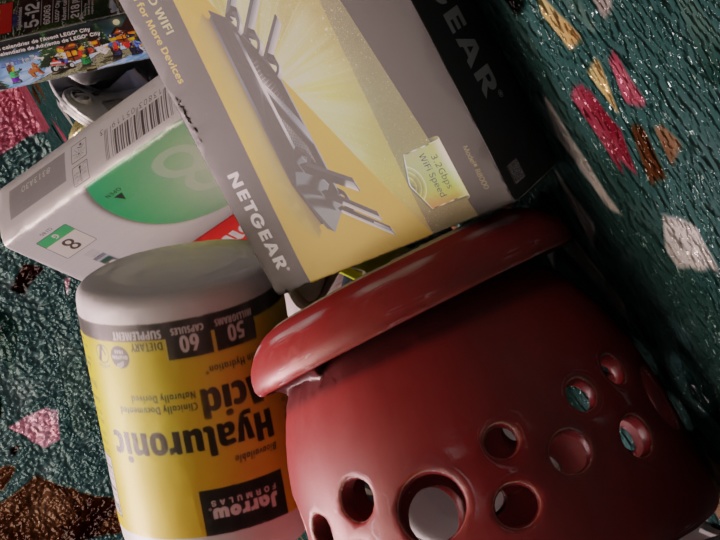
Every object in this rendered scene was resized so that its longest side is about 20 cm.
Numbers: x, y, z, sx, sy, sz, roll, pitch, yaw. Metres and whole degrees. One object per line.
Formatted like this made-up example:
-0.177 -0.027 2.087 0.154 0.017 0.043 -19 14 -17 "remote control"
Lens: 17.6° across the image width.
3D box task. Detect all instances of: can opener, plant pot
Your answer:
-0.108 -0.126 1.421 0.053 0.200 0.067 43 125 21 "can opener"
0.051 0.081 1.160 0.183 0.200 0.200 62 169 2 "plant pot"

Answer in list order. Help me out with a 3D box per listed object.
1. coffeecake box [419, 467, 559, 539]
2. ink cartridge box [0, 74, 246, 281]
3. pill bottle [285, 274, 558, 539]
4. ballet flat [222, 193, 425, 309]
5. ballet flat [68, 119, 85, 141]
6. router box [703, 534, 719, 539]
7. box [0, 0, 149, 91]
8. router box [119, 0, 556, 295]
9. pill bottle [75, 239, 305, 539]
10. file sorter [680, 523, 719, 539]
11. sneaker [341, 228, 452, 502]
0.070 0.230 1.458 0.154 0.199 0.073 61 169 -2 "coffeecake box"
-0.090 -0.034 1.393 0.200 0.161 0.050 28 -139 -41 "ink cartridge box"
0.029 0.067 1.436 0.200 0.119 0.120 48 164 50 "pill bottle"
0.000 0.000 1.271 0.199 0.067 0.067 25 174 -10 "ballet flat"
-0.118 -0.116 1.512 0.070 0.199 0.071 9 103 42 "ballet flat"
0.191 0.184 1.010 0.150 0.062 0.200 35 167 1 "router box"
-0.160 -0.195 1.371 0.038 0.136 0.201 72 -170 -45 "box"
-0.019 -0.105 1.139 0.157 0.052 0.201 -22 101 37 "router box"
-0.082 0.092 1.252 0.111 0.111 0.201 -148 46 -68 "pill bottle"
0.138 0.216 1.282 0.125 0.138 0.200 59 170 -10 "file sorter"
0.006 0.053 1.328 0.070 0.201 0.082 23 143 -10 "sneaker"
